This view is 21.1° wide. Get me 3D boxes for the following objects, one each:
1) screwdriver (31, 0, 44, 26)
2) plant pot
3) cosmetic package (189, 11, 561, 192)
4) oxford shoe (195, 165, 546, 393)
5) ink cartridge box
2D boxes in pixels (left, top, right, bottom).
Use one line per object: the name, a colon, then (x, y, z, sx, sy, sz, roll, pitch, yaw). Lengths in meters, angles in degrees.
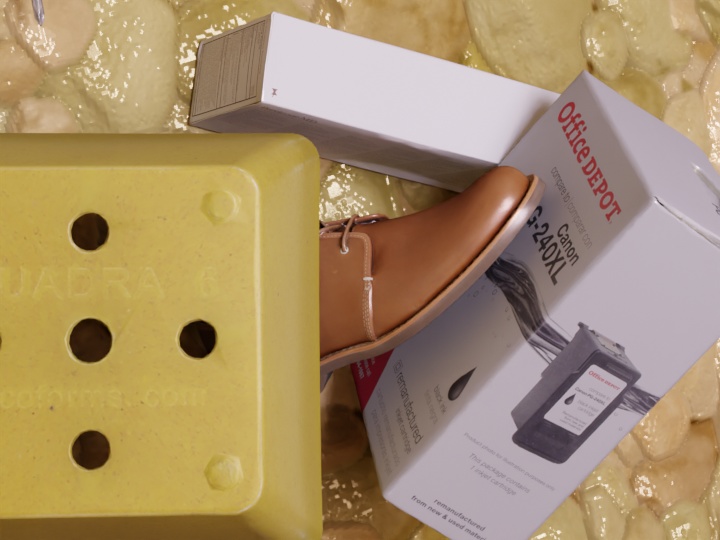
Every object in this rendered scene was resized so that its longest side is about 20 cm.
screwdriver: (-0.175, -0.217, 0.932, 0.029, 0.028, 0.202, -5, 91, 0)
plant pot: (-0.111, 0.032, 0.829, 0.198, 0.176, 0.202, 0, 88, -4)
cosmetic package: (0.019, -0.083, 1.007, 0.199, 0.082, 0.051, 12, 81, -30)
oxford shoe: (0.000, 0.000, 0.941, 0.071, 0.199, 0.071, 52, 23, -13)
ink cartridge box: (0.091, 0.020, 0.956, 0.083, 0.146, 0.200, 32, 110, -24)
